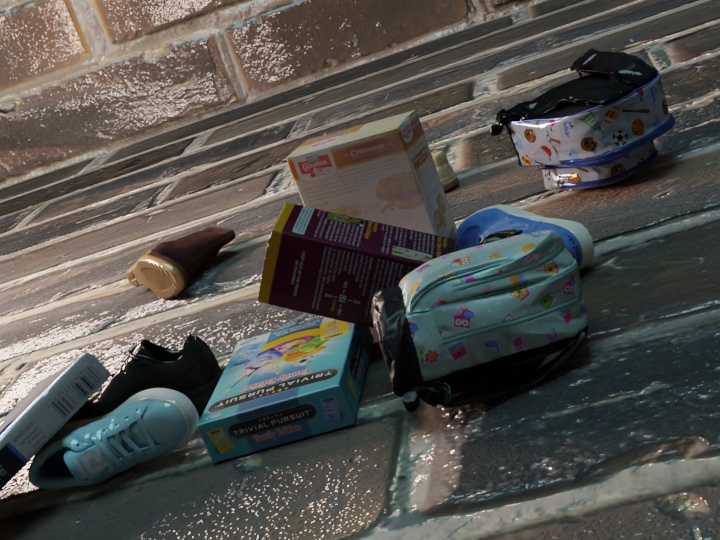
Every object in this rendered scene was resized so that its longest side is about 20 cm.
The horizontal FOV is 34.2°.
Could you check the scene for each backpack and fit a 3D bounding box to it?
[{"bbox_3d":[0.307,-0.191,1.526,0.200,0.154,0.190,-36,14,-24],"label":"backpack"},{"bbox_3d":[0.113,0.040,1.096,0.199,0.127,0.167,-17,14,1],"label":"backpack"}]

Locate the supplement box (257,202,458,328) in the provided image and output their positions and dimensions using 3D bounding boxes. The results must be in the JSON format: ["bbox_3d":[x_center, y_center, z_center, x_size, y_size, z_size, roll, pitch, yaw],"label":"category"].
[{"bbox_3d":[0.000,0.000,1.263,0.199,0.086,0.110,13,20,0],"label":"supplement box"}]

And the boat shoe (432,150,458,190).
[{"bbox_3d":[0.068,-0.154,1.826,0.072,0.065,0.200,-33,21,-34],"label":"boat shoe"}]

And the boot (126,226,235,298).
[{"bbox_3d":[-0.265,-0.027,1.810,0.166,0.073,0.200,-32,17,-25],"label":"boot"}]

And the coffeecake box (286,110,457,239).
[{"bbox_3d":[0.021,-0.073,1.412,0.153,0.200,0.073,-11,20,26],"label":"coffeecake box"}]

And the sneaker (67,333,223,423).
[{"bbox_3d":[-0.248,0.127,1.306,0.199,0.091,0.076,-21,19,5],"label":"sneaker"}]

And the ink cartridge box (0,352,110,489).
[{"bbox_3d":[-0.369,0.183,1.245,0.198,0.047,0.200,-50,9,-28],"label":"ink cartridge box"}]

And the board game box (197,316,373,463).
[{"bbox_3d":[-0.072,0.113,1.218,0.151,0.047,0.200,-17,17,12],"label":"board game box"}]

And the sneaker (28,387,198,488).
[{"bbox_3d":[-0.253,0.184,1.186,0.200,0.074,0.082,-24,16,27],"label":"sneaker"}]

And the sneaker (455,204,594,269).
[{"bbox_3d":[0.152,-0.021,1.311,0.111,0.077,0.200,-21,21,-34],"label":"sneaker"}]
